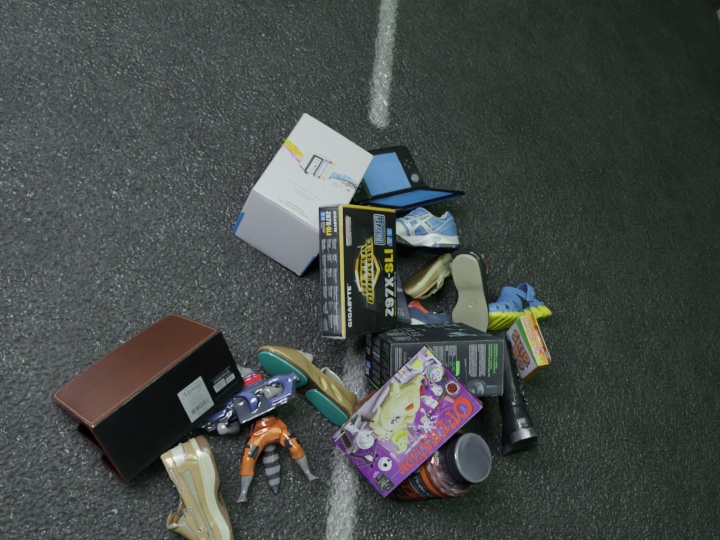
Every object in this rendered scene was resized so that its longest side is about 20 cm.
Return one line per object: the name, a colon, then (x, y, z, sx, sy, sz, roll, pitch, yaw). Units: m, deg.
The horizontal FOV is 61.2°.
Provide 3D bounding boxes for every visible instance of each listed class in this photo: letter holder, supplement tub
letter holder: (-0.289, 0.162, 0.833, 0.200, 0.142, 0.101, -39, 125, -35)
supplement tub: (0.113, 0.304, 0.957, 0.107, 0.200, 0.107, 14, 62, -27)

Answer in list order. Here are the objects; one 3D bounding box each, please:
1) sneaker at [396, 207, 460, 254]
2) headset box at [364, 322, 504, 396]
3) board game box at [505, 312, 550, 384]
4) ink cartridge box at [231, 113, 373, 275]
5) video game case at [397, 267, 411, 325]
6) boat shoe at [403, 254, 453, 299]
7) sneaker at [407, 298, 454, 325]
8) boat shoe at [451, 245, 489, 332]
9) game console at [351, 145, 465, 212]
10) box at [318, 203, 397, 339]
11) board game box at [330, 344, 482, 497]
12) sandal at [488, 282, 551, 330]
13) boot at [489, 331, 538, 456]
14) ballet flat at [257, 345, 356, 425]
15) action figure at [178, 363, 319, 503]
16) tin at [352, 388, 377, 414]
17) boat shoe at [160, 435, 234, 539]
sneaker: (0.088, -0.075, 1.137, 0.199, 0.076, 0.077, 3, 78, -18)
headset box: (0.122, 0.145, 1.008, 0.199, 0.174, 0.093, -1, 94, -14)
board game box: (0.305, 0.155, 1.153, 0.030, 0.200, 0.096, -11, 67, -10)
ink cartridge box: (-0.098, -0.130, 1.041, 0.144, 0.147, 0.200, 31, 55, -8)
video game case: (0.011, 0.005, 1.111, 0.142, 0.019, 0.201, 11, 50, -29)
boat shoe: (0.141, 0.018, 1.161, 0.063, 0.073, 0.201, 57, 25, -1)
sneaker: (0.164, 0.121, 1.155, 0.200, 0.075, 0.085, 34, 51, -20)
boat shoe: (0.217, 0.052, 1.182, 0.063, 0.073, 0.202, -43, 131, -53)
game console: (0.079, -0.186, 1.208, 0.200, 0.118, 0.171, -17, 80, -38)
box: (0.000, 0.000, 0.966, 0.159, 0.049, 0.201, -2, 91, -58)
board game box: (0.065, 0.219, 0.888, 0.120, 0.200, 0.032, 45, 10, 4)
sandal: (0.314, 0.074, 1.278, 0.199, 0.079, 0.087, -2, 66, -42)
boot: (0.274, 0.234, 1.148, 0.065, 0.165, 0.201, -12, 61, -3)
ballet flat: (-0.083, 0.172, 0.981, 0.200, 0.069, 0.063, 45, 43, -20)
action figure: (-0.171, 0.236, 0.894, 0.199, 0.105, 0.194, -16, 70, -7)
tin: (0.067, 0.226, 1.002, 0.200, 0.112, 0.042, -24, 111, -55)
boat shoe: (-0.218, 0.323, 0.803, 0.076, 0.072, 0.201, -16, 95, -29)
